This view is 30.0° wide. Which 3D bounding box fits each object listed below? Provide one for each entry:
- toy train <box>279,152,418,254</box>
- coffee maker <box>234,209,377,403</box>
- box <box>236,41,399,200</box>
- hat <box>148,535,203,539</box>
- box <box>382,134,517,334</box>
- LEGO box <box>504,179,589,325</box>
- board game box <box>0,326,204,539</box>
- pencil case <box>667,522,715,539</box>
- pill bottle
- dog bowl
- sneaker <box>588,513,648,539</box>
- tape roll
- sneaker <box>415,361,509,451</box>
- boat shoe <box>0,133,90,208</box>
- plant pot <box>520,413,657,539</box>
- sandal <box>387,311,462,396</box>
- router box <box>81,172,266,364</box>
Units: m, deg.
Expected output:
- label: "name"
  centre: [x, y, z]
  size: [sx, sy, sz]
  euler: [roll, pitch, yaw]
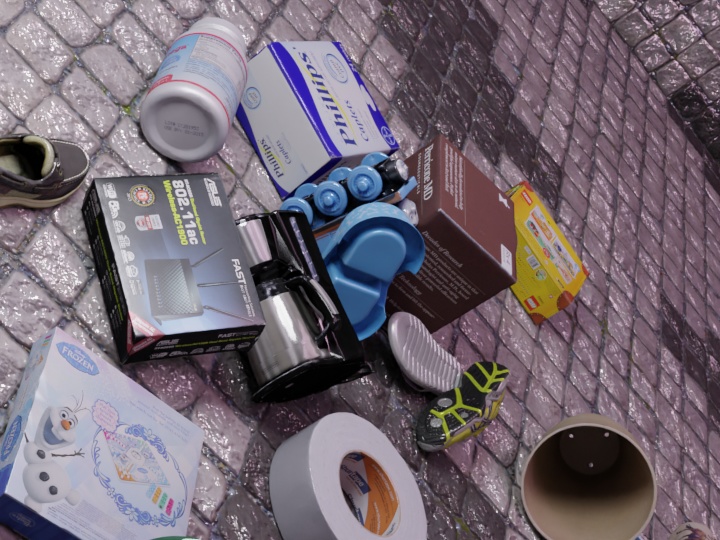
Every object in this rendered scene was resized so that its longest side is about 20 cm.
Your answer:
- label: "toy train"
  centre: [-0.014, -0.070, 1.715]
  size: [0.115, 0.199, 0.087]
  euler: [62, 26, -12]
- label: "coffee maker"
  centre: [-0.088, 0.044, 1.585]
  size: [0.192, 0.134, 0.202]
  euler: [40, 26, -73]
- label: "box"
  centre: [-0.066, -0.212, 1.860]
  size: [0.185, 0.105, 0.199]
  euler: [60, 30, 7]
- label: "hat"
  centre: [-0.159, 0.325, 1.246]
  size: [0.176, 0.164, 0.203]
  euler: [-107, -167, -86]
- label: "box"
  centre: [0.087, -0.038, 1.828]
  size: [0.164, 0.199, 0.167]
  euler: [40, 33, -27]
- label: "LEGO box"
  centre: [0.285, -0.033, 2.246]
  size: [0.201, 0.077, 0.149]
  euler: [55, 29, -4]
- label: "board game box"
  centre: [-0.244, 0.186, 1.270]
  size: [0.200, 0.043, 0.200]
  euler: [40, 35, -28]
- label: "pencil case"
  centre: [0.501, 0.483, 2.071]
  size: [0.077, 0.090, 0.200]
  euler: [25, 35, 6]
- label: "pill bottle"
  centre: [-0.200, -0.231, 1.672]
  size: [0.109, 0.108, 0.201]
  euler: [43, 32, -23]
- label: "dog bowl"
  centre: [0.000, 0.000, 1.671]
  size: [0.111, 0.201, 0.050]
  euler: [20, 31, -22]
- label: "sneaker"
  centre: [0.389, 0.439, 1.948]
  size: [0.200, 0.079, 0.090]
  euler: [46, 55, 9]
- label: "tape roll"
  centre: [-0.012, 0.265, 1.524]
  size: [0.200, 0.066, 0.202]
  euler: [36, 36, -32]
- label: "sneaker"
  centre: [0.144, 0.198, 1.813]
  size: [0.199, 0.075, 0.077]
  euler: [-32, 130, -46]
- label: "boat shoe"
  centre: [-0.339, -0.107, 1.384]
  size: [0.072, 0.066, 0.200]
  euler: [60, 29, 7]
- label: "plant pot"
  centre: [0.330, 0.281, 1.939]
  size: [0.188, 0.186, 0.200]
  euler: [55, 15, -3]
- label: "sandal"
  centre: [0.078, 0.126, 1.816]
  size: [0.203, 0.049, 0.083]
  euler: [45, 44, -46]
- label: "router box"
  centre: [-0.201, -0.006, 1.440]
  size: [0.148, 0.062, 0.202]
  euler: [-5, 62, -30]
